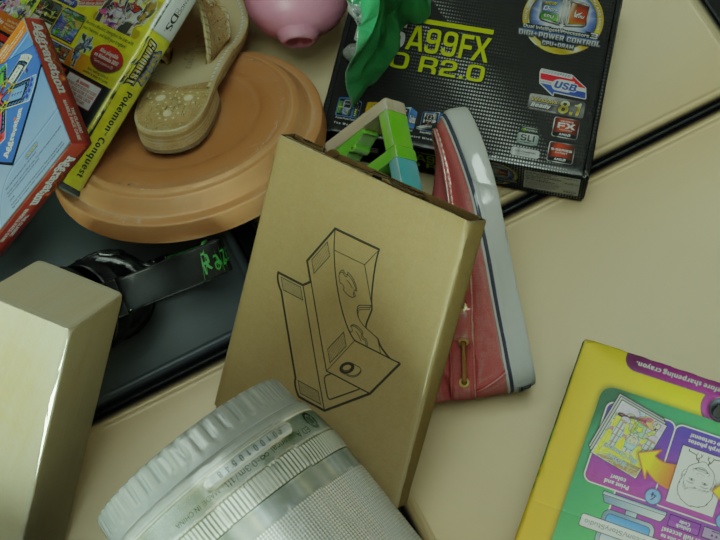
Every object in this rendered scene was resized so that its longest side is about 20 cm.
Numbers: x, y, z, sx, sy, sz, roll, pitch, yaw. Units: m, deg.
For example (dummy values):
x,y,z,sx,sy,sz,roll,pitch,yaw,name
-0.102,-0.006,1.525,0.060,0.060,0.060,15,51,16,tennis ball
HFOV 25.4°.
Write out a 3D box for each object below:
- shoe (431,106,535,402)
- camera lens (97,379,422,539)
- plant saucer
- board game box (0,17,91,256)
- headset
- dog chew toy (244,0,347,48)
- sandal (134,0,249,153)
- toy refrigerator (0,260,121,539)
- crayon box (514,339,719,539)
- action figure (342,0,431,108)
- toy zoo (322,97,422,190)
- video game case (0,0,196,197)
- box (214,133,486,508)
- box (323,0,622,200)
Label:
x,y,z,sx,sy,sz,roll,pitch,yaw,name
0.055,-0.007,1.095,0.091,0.071,0.201,-12,89,-1,shoe
-0.045,0.189,0.984,0.160,0.160,0.200,-37,80,-11,camera lens
-0.124,-0.097,1.133,0.200,0.032,0.201,-7,42,6,plant saucer
-0.255,-0.073,1.107,0.019,0.200,0.103,-5,62,-44,board game box
-0.188,0.010,1.091,0.199,0.124,0.094,-21,94,12,headset
-0.052,-0.264,1.195,0.124,0.125,0.201,-3,76,2,dog chew toy
-0.126,-0.176,1.141,0.077,0.070,0.212,-4,42,7,sandal
-0.219,0.102,1.024,0.070,0.076,0.201,21,112,11,toy refrigerator
0.213,0.161,1.047,0.199,0.058,0.173,19,73,10,crayon box
0.007,-0.207,1.077,0.055,0.200,0.118,22,71,12,action figure
0.000,0.000,1.088,0.020,0.131,0.201,11,58,-39,toy zoo
-0.215,-0.166,1.145,0.200,0.025,0.181,29,88,42,video game case
-0.011,0.031,1.042,0.163,0.021,0.201,26,110,33,box
0.083,-0.148,1.179,0.199,0.044,0.161,11,71,8,box
